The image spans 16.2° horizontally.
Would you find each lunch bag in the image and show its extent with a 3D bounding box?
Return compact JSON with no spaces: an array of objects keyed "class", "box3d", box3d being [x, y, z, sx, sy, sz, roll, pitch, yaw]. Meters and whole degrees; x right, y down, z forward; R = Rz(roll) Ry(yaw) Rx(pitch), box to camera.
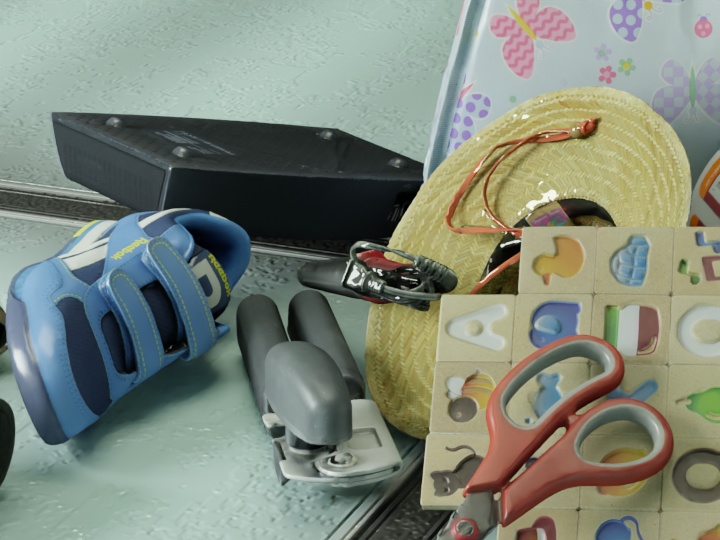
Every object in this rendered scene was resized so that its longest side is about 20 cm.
[{"class":"lunch bag","box3d":[0.131,-0.104,1.299,0.169,0.201,0.127,14,24,1]}]

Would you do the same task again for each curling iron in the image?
[{"class":"curling iron","box3d":[0.000,0.000,1.188,0.049,0.026,0.200,18,-2,-13]}]

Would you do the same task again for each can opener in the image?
[{"class":"can opener","box3d":[-0.023,0.042,1.161,0.053,0.067,0.200,-5,22,-9]}]

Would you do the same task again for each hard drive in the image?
[{"class":"hard drive","box3d":[-0.058,-0.052,1.380,0.199,0.042,0.135,1,16,-40]}]

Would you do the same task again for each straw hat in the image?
[{"class":"straw hat","box3d":[0.099,0.015,1.186,0.201,0.085,0.202,-29,39,26]}]

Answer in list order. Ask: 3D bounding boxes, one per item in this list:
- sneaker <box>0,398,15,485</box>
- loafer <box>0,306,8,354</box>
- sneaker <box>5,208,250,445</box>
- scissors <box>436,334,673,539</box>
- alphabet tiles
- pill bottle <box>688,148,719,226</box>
[{"class":"sneaker","box3d":[-0.249,0.081,1.054,0.120,0.084,0.200,16,19,26]},{"class":"loafer","box3d":[-0.253,0.037,1.194,0.063,0.072,0.200,25,32,38]},{"class":"sneaker","box3d":[-0.110,0.017,1.205,0.082,0.074,0.200,-9,21,16]},{"class":"scissors","box3d":[0.043,0.094,1.009,0.200,0.014,0.073,-33,66,-26]},{"class":"alphabet tiles","box3d":[0.127,0.055,1.054,0.199,0.006,0.167,0,62,11]},{"class":"pill bottle","box3d":[0.231,0.008,1.170,0.113,0.113,0.200,-5,23,-9]}]
